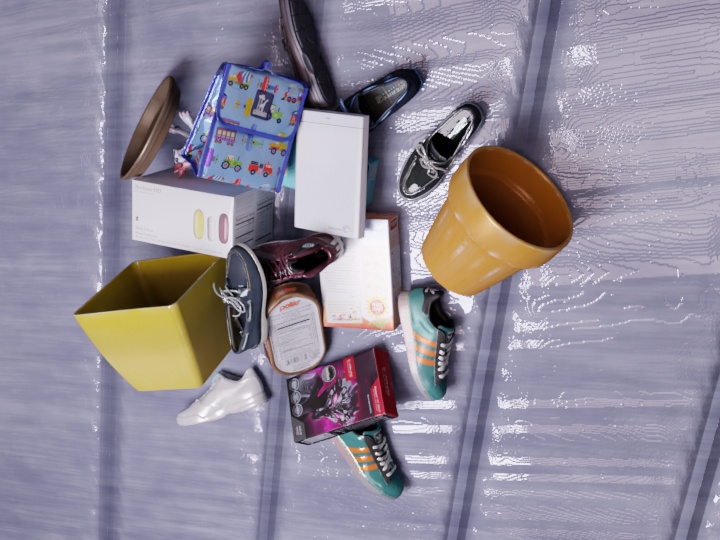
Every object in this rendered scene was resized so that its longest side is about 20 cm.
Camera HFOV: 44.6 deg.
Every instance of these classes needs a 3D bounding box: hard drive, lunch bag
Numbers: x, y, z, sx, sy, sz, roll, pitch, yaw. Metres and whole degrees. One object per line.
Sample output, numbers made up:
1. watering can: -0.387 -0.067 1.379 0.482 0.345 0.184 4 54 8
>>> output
1. hard drive: -0.050 -0.160 1.446 0.132 0.027 0.200 12 110 30
2. lunch bag: -0.179 -0.243 1.410 0.094 0.150 0.200 47 122 49

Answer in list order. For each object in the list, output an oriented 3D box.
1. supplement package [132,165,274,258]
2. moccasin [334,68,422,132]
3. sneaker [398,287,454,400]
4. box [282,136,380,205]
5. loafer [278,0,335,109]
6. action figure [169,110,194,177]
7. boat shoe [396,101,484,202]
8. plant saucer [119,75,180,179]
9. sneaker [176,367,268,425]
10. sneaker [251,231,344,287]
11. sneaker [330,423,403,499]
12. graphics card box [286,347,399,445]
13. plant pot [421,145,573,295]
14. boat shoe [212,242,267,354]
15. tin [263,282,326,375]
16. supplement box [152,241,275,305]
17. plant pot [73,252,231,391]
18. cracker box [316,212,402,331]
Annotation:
1. supplement package: -0.275 -0.107 1.544 0.200 0.156 0.111 10 109 18
2. moccasin: 0.007 -0.270 1.435 0.200 0.068 0.080 -37 91 28
3. sneaker: 0.126 0.127 1.501 0.080 0.071 0.200 -10 101 27
4. box: -0.073 -0.174 1.506 0.200 0.049 0.082 17 111 16
5. loafer: -0.104 -0.360 1.452 0.063 0.072 0.200 -13 102 30
6. action figure: -0.249 -0.237 1.515 0.149 0.134 0.200 34 93 -19
7. boat shoe: 0.123 -0.186 1.417 0.074 0.068 0.199 47 116 2
8. plant saucer: -0.366 -0.245 1.535 0.029 0.200 0.200 26 118 -25
9. sneaker: -0.276 0.243 1.708 0.200 0.075 0.089 -20 86 19
10. sneaker: -0.130 -0.012 1.457 0.200 0.116 0.076 -20 100 11
11. sneaker: 0.020 0.330 1.612 0.200 0.071 0.080 49 120 3
12. graphics card box: -0.036 0.230 1.585 0.200 0.051 0.126 -22 64 26
13. plant pot: 0.196 -0.061 1.373 0.200 0.200 0.183 44 132 3
14. boat shoe: -0.202 0.049 1.465 0.075 0.062 0.200 28 132 34
15. tin: -0.119 0.107 1.560 0.112 0.042 0.200 -20 133 -15
16. supplement box: -0.261 0.031 1.610 0.200 0.103 0.131 -7 103 22
17. plant pot: -0.327 0.096 1.500 0.200 0.200 0.177 -6 114 22
18. cracker box: 0.000 0.000 1.527 0.134 0.058 0.200 3 108 21
